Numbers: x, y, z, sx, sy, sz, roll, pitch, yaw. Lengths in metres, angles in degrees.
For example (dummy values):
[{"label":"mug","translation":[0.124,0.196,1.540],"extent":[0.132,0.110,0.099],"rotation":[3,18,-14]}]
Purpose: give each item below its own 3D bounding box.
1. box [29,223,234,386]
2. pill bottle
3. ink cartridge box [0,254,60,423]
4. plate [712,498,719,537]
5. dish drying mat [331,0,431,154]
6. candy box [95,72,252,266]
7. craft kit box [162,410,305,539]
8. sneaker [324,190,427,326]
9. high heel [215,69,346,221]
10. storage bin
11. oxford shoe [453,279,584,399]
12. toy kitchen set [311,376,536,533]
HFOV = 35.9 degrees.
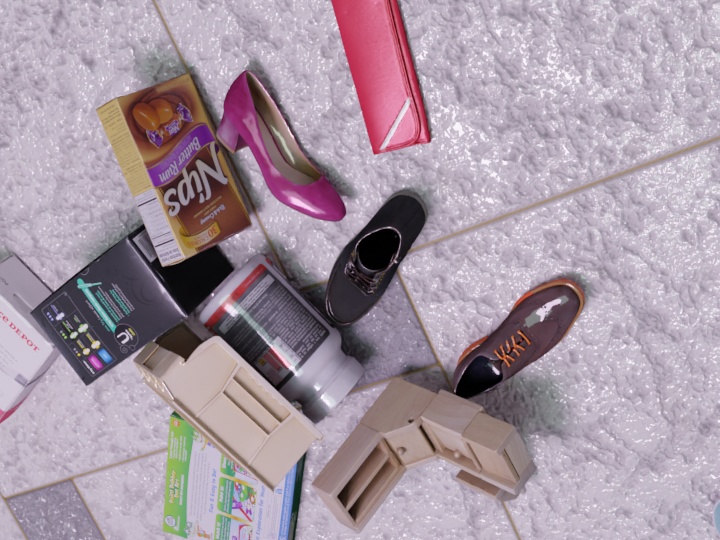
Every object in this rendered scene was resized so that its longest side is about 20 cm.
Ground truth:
[{"label":"box","translation":[-0.291,0.027,1.418],"extent":[0.199,0.149,0.125],"rotation":[-33,99,29]},{"label":"pill bottle","translation":[-0.095,0.088,1.389],"extent":[0.200,0.116,0.116],"rotation":[45,120,-1]},{"label":"ink cartridge box","translation":[-0.506,0.101,1.570],"extent":[0.146,0.083,0.200],"rotation":[44,120,-1]},{"label":"plate","translation":[0.498,0.316,1.268],"extent":[0.199,0.026,0.201],"rotation":[33,152,20]},{"label":"dish drying mat","translation":[0.022,-0.235,1.264],"extent":[0.076,0.018,0.203],"rotation":[-8,109,25]},{"label":"candy box","translation":[-0.221,-0.121,1.332],"extent":[0.056,0.116,0.203],"rotation":[-13,102,47]},{"label":"craft kit box","translation":[-0.179,0.306,1.556],"extent":[0.194,0.049,0.203],"rotation":[15,116,12]},{"label":"sneaker","translation":[0.000,0.000,1.321],"extent":[0.074,0.106,0.201],"rotation":[34,119,4]},{"label":"high heel","translation":[-0.084,-0.146,1.316],"extent":[0.200,0.067,0.097],"rotation":[43,131,14]},{"label":"storage bin","translation":[-0.171,0.160,1.374],"extent":[0.199,0.199,0.094],"rotation":[46,77,-17]},{"label":"oxford shoe","translation":[0.185,0.089,1.307],"extent":[0.071,0.073,0.200],"rotation":[43,120,-1]},{"label":"toy kitchen set","translation":[0.092,0.268,1.333],"extent":[0.198,0.181,0.164],"rotation":[17,148,46]}]
